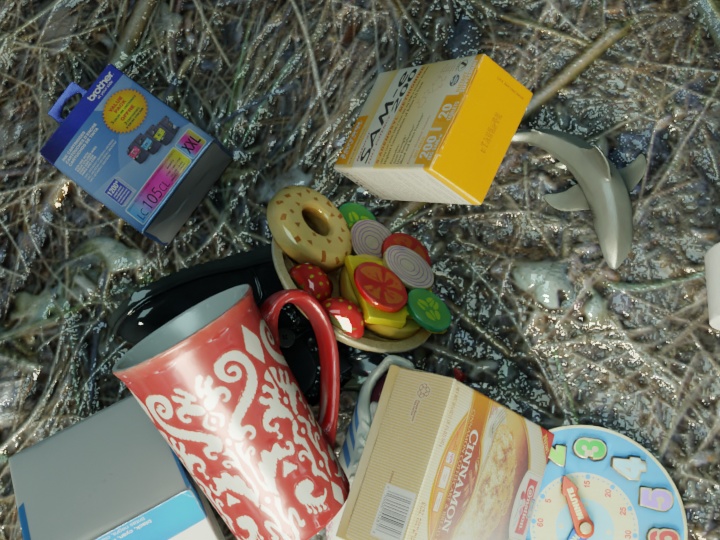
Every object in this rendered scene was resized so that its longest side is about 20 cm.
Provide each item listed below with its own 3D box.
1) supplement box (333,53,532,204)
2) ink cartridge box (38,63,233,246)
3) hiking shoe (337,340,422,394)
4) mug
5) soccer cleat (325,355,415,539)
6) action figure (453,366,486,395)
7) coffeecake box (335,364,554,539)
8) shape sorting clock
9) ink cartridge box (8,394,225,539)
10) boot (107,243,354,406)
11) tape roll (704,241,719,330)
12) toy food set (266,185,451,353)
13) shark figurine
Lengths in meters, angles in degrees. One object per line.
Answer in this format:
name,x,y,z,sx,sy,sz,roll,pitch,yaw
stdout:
supplement box,0.067,-0.141,0.912,0.073,0.200,0.127,30,81,-28
ink cartridge box,-0.270,-0.141,1.029,0.199,0.076,0.137,35,85,16
hiking shoe,-0.025,0.083,0.936,0.200,0.076,0.101,42,84,14
mug,-0.084,0.121,0.761,0.177,0.133,0.201,-30,101,-3
soccer cleat,0.010,0.171,0.821,0.069,0.086,0.201,13,63,1
action figure,0.045,0.185,0.894,0.065,0.099,0.200,42,89,18
coffeecake box,0.085,0.191,0.804,0.073,0.200,0.155,8,74,40
shape sorting clock,0.221,0.254,0.877,0.198,0.039,0.202,-2,77,9
ink cartridge box,-0.210,0.250,0.831,0.144,0.201,0.147,-26,39,-13
boot,-0.118,0.075,0.855,0.199,0.076,0.169,-21,71,-35
tape roll,0.424,0.012,0.815,0.201,0.202,0.071,-2,77,9
toy food set,0.000,0.000,0.908,0.049,0.197,0.201,-54,42,34
shark figurine,0.221,-0.117,0.937,0.214,0.090,0.128,38,84,13
